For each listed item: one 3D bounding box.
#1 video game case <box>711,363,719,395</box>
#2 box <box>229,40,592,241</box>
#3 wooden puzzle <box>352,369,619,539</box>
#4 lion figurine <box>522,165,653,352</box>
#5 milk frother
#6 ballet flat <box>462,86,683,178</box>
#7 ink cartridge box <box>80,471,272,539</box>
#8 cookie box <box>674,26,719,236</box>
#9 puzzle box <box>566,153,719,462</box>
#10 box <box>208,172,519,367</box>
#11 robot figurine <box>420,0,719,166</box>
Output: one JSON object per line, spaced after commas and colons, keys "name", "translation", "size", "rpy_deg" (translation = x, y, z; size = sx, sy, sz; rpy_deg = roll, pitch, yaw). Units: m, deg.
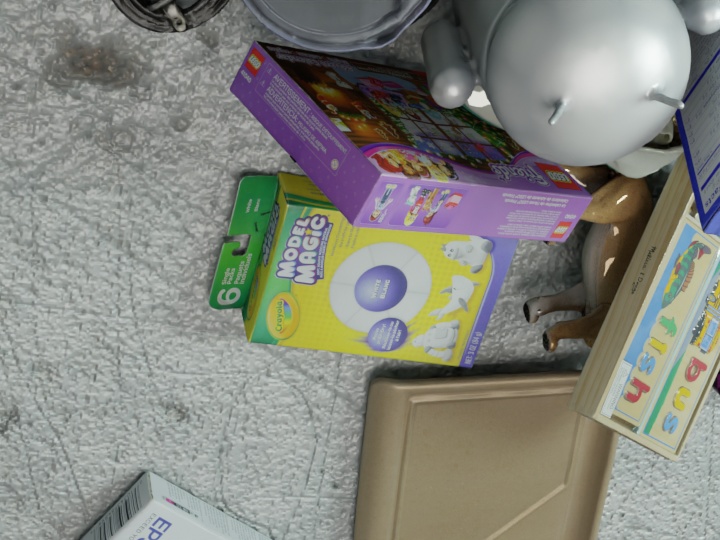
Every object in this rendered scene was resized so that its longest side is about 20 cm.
{"name": "video game case", "translation": [0.372, 0.016, 1.181], "size": [0.180, 0.036, 0.201], "rpy_deg": [2, 124, -39]}
{"name": "box", "translation": [0.034, -0.077, 0.968], "size": [0.199, 0.137, 0.039], "rpy_deg": [2, 127, -47]}
{"name": "wooden puzzle", "translation": [0.098, 0.153, 1.243], "size": [0.198, 0.037, 0.186], "rpy_deg": [0, 123, -8]}
{"name": "lion figurine", "translation": [0.180, -0.012, 1.131], "size": [0.122, 0.073, 0.201], "rpy_deg": [-11, 121, -13]}
{"name": "milk frother", "translation": [-0.055, -0.181, 0.888], "size": [0.200, 0.188, 0.181], "rpy_deg": [-41, 94, 11]}
{"name": "ballet flat", "translation": [0.142, -0.112, 1.017], "size": [0.199, 0.070, 0.070], "rpy_deg": [19, 117, -38]}
{"name": "ink cartridge box", "translation": [-0.153, 0.275, 1.256], "size": [0.200, 0.043, 0.196], "rpy_deg": [35, 109, -28]}
{"name": "cookie box", "translation": [0.270, -0.105, 0.911], "size": [0.170, 0.201, 0.075], "rpy_deg": [9, 140, -15]}
{"name": "puzzle box", "translation": [0.227, 0.028, 1.119], "size": [0.133, 0.025, 0.201], "rpy_deg": [27, 86, -48]}
{"name": "box", "translation": [0.000, 0.000, 1.109], "size": [0.198, 0.048, 0.118], "rpy_deg": [8, 120, -16]}
{"name": "robot figurine", "translation": [0.116, -0.133, 0.886], "size": [0.168, 0.200, 0.113], "rpy_deg": [-19, 124, 2]}
